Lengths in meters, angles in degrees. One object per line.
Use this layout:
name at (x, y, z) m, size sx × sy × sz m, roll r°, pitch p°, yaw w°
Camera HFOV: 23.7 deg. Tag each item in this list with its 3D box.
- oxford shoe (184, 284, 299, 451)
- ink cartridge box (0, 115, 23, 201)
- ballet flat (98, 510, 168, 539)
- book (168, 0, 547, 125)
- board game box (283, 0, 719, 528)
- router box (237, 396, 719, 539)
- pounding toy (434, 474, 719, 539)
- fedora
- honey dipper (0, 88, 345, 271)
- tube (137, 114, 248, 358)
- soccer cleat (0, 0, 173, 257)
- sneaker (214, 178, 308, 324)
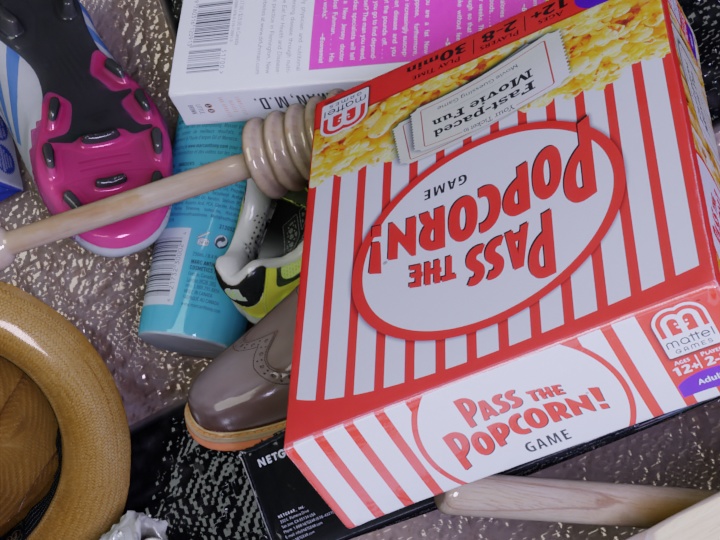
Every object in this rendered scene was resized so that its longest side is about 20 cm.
oxford shoe at (0.000, 0.000, 0.741) m, size 0.200 × 0.073 × 0.071 m, roll -37°, pitch 39°, yaw -13°
ink cartridge box at (-0.255, -0.119, 0.964) m, size 0.094 × 0.044 × 0.200 m, roll -24°, pitch 68°, yaw 23°
ballet flat at (-0.054, 0.172, 0.772) m, size 0.200 × 0.072 × 0.072 m, roll 30°, pitch 93°, yaw 29°
book at (0.019, -0.134, 0.769) m, size 0.200 × 0.048 × 0.134 m, roll -2°, pitch 62°, yaw 16°
board game box at (0.054, -0.017, 0.613) m, size 0.151 × 0.046 × 0.200 m, roll -23°, pitch 35°, yaw 19°
router box at (0.072, 0.052, 0.683) m, size 0.200 × 0.149 × 0.051 m, roll -24°, pitch 81°, yaw 21°
pounding toy at (0.168, 0.103, 0.602) m, size 0.200 × 0.184 × 0.142 m, roll -31°, pitch 65°, yaw 19°
fedora at (-0.206, 0.081, 0.846) m, size 0.200 × 0.082 × 0.201 m, roll -1°, pitch 113°, yaw -1°
honey dipper at (-0.091, -0.034, 0.769) m, size 0.200 × 0.038 × 0.038 m, roll -17°, pitch 71°, yaw 23°
tube at (-0.066, -0.059, 0.849) m, size 0.077 × 0.050 × 0.200 m, roll 5°, pitch 77°, yaw 24°
soccer cleat at (-0.144, -0.074, 0.875) m, size 0.070 × 0.086 × 0.200 m, roll -18°, pitch 57°, yaw -16°
sneaker at (-0.006, -0.063, 0.798) m, size 0.075 × 0.076 × 0.200 m, roll 14°, pitch 84°, yaw 32°
